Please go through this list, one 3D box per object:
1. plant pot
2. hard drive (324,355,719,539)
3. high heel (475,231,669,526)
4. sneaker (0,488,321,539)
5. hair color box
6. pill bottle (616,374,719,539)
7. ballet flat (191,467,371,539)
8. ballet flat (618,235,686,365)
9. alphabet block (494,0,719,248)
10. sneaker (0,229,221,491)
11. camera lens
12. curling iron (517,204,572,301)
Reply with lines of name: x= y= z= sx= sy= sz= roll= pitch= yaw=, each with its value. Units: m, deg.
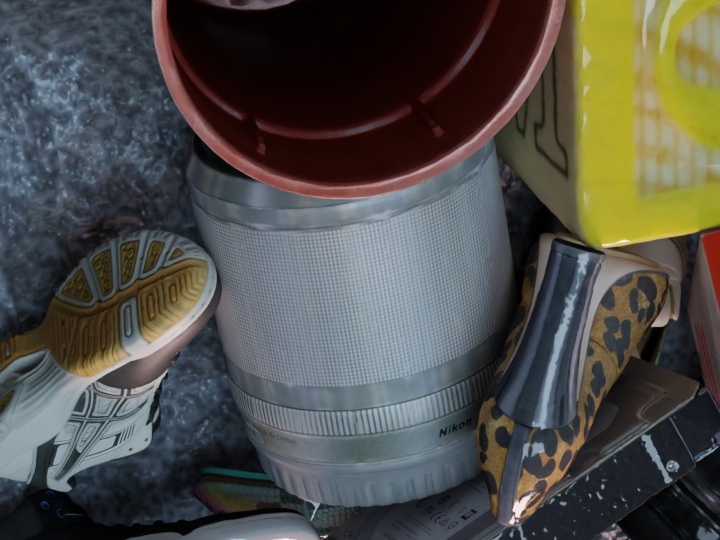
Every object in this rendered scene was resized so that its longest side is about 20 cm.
plant pot: x=-0.026 y=-0.164 z=1.403 sx=0.199 sy=0.195 sz=0.202 roll=-7 pitch=115 yaw=-15
hard drive: x=0.082 y=0.115 z=1.510 sx=0.199 sy=0.140 sz=0.038 roll=-33 pitch=107 yaw=-11
high heel: x=0.104 y=0.055 z=1.491 sx=0.071 sy=0.200 sz=0.143 roll=17 pitch=94 yaw=14
sneaker: x=-0.126 y=0.148 z=1.550 sx=0.199 sy=0.112 sz=0.073 roll=-22 pitch=133 yaw=-1
hair color box: x=0.211 y=0.042 z=1.499 sx=0.061 sy=0.200 sz=0.102 roll=-13 pitch=79 yaw=1
pill bottle: x=0.239 y=0.093 z=1.651 sx=0.112 sy=0.112 sz=0.200 roll=40 pitch=97 yaw=-28
ballet flat: x=0.006 y=0.145 z=1.593 sx=0.199 sy=0.069 sz=0.072 roll=2 pitch=86 yaw=-14
ballet flat: x=0.147 y=0.034 z=1.621 sx=0.070 sy=0.071 sz=0.201 roll=8 pitch=109 yaw=-21
alphabet block: x=0.162 y=-0.148 z=1.470 sx=0.194 sy=0.200 sz=0.198 roll=-11 pitch=116 yaw=-13
sneaker: x=-0.128 y=0.049 z=1.510 sx=0.087 sy=0.076 sz=0.200 roll=28 pitch=134 yaw=-33
camera lens: x=0.000 y=0.000 z=1.503 sx=0.159 sy=0.160 sz=0.201 roll=-16 pitch=117 yaw=-11
curling iron: x=0.107 y=0.010 z=1.607 sx=0.025 sy=0.049 sz=0.201 roll=5 pitch=99 yaw=-39
